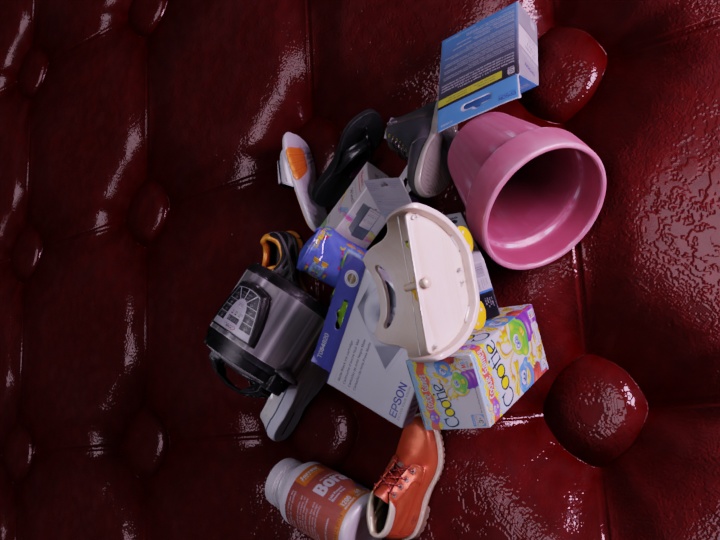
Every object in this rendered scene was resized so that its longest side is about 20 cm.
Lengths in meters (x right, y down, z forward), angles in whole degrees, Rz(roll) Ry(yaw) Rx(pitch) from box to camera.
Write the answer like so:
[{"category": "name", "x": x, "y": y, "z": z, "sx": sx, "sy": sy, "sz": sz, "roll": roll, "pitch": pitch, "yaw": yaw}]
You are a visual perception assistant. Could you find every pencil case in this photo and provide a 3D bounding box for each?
[{"category": "pencil case", "x": 0.000, "y": 0.000, "z": 1.357, "sx": 0.087, "sy": 0.199, "sz": 0.078, "roll": -66, "pitch": 8, "yaw": -7}]

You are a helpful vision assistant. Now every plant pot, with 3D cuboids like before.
[{"category": "plant pot", "x": 0.220, "y": -0.131, "z": 1.220, "sx": 0.200, "sy": 0.199, "sz": 0.179, "roll": -55, "pitch": 38, "yaw": 18}]

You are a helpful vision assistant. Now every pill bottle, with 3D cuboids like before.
[{"category": "pill bottle", "x": -0.060, "y": 0.383, "z": 1.395, "sx": 0.199, "sy": 0.112, "sz": 0.113, "roll": 17, "pitch": 93, "yaw": 39}]

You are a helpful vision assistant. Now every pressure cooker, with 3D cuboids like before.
[{"category": "pressure cooker", "x": -0.161, "y": 0.112, "z": 1.421, "sx": 0.201, "sy": 0.178, "sz": 0.176, "roll": -57, "pitch": 7, "yaw": -6}]

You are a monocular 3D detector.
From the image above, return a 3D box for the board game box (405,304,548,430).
[{"category": "board game box", "x": 0.167, "y": 0.131, "z": 1.182, "sx": 0.103, "sy": 0.200, "sz": 0.106, "roll": -10, "pitch": 101, "yaw": 37}]

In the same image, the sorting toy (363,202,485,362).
[{"category": "sorting toy", "x": 0.067, "y": 0.025, "z": 1.161, "sx": 0.180, "sy": 0.106, "sz": 0.202, "roll": -16, "pitch": 81, "yaw": 52}]

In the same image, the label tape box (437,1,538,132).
[{"category": "label tape box", "x": 0.194, "y": -0.294, "z": 1.295, "sx": 0.143, "sy": 0.066, "sz": 0.201, "roll": -20, "pitch": 50, "yaw": 34}]

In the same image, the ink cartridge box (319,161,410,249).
[{"category": "ink cartridge box", "x": 0.004, "y": -0.102, "z": 1.421, "sx": 0.200, "sy": 0.067, "sz": 0.117, "roll": -52, "pitch": 16, "yaw": 19}]

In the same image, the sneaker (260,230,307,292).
[{"category": "sneaker", "x": -0.145, "y": 0.023, "z": 1.550, "sx": 0.078, "sy": 0.077, "sz": 0.201, "roll": -19, "pitch": 72, "yaw": 34}]

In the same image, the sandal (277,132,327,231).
[{"category": "sandal", "x": -0.118, "y": -0.156, "z": 1.557, "sx": 0.059, "sy": 0.079, "sz": 0.208, "roll": -26, "pitch": 69, "yaw": 30}]

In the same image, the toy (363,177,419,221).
[{"category": "toy", "x": 0.091, "y": -0.065, "z": 1.326, "sx": 0.115, "sy": 0.047, "sz": 0.201, "roll": 6, "pitch": 127, "yaw": 61}]

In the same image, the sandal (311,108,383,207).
[{"category": "sandal", "x": -0.013, "y": -0.187, "z": 1.484, "sx": 0.201, "sy": 0.075, "sz": 0.048, "roll": -59, "pitch": 47, "yaw": 27}]

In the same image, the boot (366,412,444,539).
[{"category": "boot", "x": 0.066, "y": 0.318, "z": 1.309, "sx": 0.075, "sy": 0.107, "sz": 0.202, "roll": 9, "pitch": 86, "yaw": 41}]

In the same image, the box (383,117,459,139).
[{"category": "box", "x": 0.126, "y": -0.212, "z": 1.392, "sx": 0.199, "sy": 0.041, "sz": 0.039, "roll": 20, "pitch": 92, "yaw": 38}]

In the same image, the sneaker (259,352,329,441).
[{"category": "sneaker", "x": -0.122, "y": 0.207, "z": 1.501, "sx": 0.071, "sy": 0.073, "sz": 0.201, "roll": 44, "pitch": 110, "yaw": 32}]

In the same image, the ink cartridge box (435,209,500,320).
[{"category": "ink cartridge box", "x": 0.156, "y": -0.016, "z": 1.258, "sx": 0.039, "sy": 0.100, "sz": 0.200, "roll": -20, "pitch": 29, "yaw": 3}]

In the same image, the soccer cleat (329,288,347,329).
[{"category": "soccer cleat", "x": -0.006, "y": 0.112, "z": 1.431, "sx": 0.067, "sy": 0.081, "sz": 0.202, "roll": 6, "pitch": 107, "yaw": 33}]

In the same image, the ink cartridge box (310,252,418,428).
[{"category": "ink cartridge box", "x": 0.021, "y": 0.101, "z": 1.275, "sx": 0.199, "sy": 0.041, "sz": 0.201, "roll": 27, "pitch": 109, "yaw": 26}]

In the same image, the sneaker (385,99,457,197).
[{"category": "sneaker", "x": 0.084, "y": -0.177, "z": 1.318, "sx": 0.106, "sy": 0.075, "sz": 0.201, "roll": -13, "pitch": 40, "yaw": 32}]
